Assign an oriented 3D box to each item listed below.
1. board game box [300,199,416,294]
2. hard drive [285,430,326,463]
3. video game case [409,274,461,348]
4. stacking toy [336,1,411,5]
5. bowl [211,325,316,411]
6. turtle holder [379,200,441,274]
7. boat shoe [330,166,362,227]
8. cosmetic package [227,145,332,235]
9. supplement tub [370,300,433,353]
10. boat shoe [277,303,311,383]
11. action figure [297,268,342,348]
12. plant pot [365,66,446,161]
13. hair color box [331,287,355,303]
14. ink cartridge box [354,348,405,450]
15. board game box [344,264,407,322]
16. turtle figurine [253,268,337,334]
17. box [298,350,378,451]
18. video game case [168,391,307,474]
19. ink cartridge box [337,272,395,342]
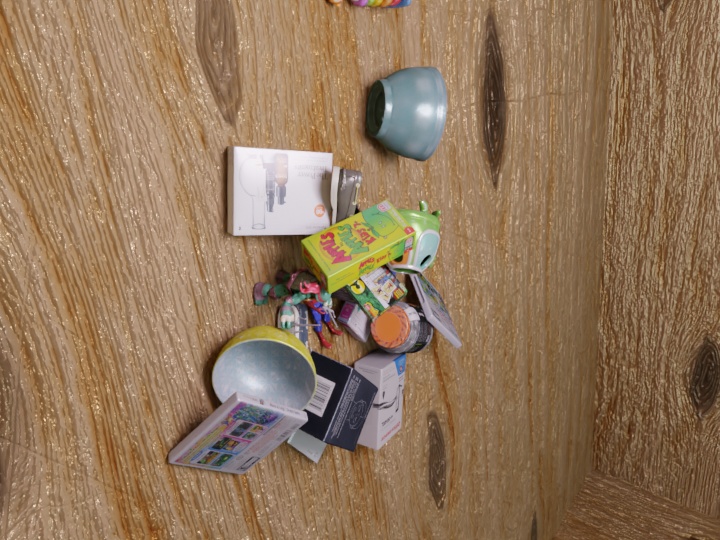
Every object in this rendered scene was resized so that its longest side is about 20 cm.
[{"bbox_3d":[-0.003,-0.048,0.993,0.196,0.102,0.048,-27,146,-22],"label":"board game box"},{"bbox_3d":[-0.091,0.326,1.240,0.133,0.026,0.204,50,60,-43],"label":"hard drive"},{"bbox_3d":[0.199,0.096,1.444,0.199,0.022,0.186,42,23,-46],"label":"video game case"},{"bbox_3d":[0.010,-0.593,1.107,0.197,0.108,0.120,-30,124,-29],"label":"stacking toy"},{"bbox_3d":[-0.179,0.177,1.022,0.109,0.193,0.205,-97,170,-59],"label":"bowl"},{"bbox_3d":[0.101,-0.062,1.141,0.186,0.135,0.137,71,23,-80],"label":"turtle holder"},{"bbox_3d":[-0.029,-0.115,1.047,0.205,0.058,0.074,94,-1,-52],"label":"boat shoe"},{"bbox_3d":[-0.149,-0.147,0.998,0.193,0.051,0.157,-4,104,-29],"label":"cosmetic package"},{"bbox_3d":[0.102,0.142,1.320,0.199,0.119,0.127,20,84,-67],"label":"supplement tub"},{"bbox_3d":[-0.138,0.171,1.111,0.061,0.073,0.209,-1,90,-53],"label":"boat shoe"},{"bbox_3d":[-0.077,0.081,1.151,0.065,0.097,0.204,-46,128,-32],"label":"action figure"},{"bbox_3d":[0.089,-0.356,1.194,0.129,0.199,0.209,1,100,-21],"label":"plant pot"},{"bbox_3d":[0.008,-0.025,1.213,0.203,0.108,0.065,-56,134,-25],"label":"hair color box"},{"bbox_3d":[0.047,0.318,1.340,0.145,0.082,0.209,-16,110,-60],"label":"ink cartridge box"},{"bbox_3d":[0.000,0.000,1.125,0.104,0.201,0.024,-35,165,-20],"label":"board game box"},{"bbox_3d":[-0.110,0.048,1.019,0.147,0.196,0.105,-6,104,-47],"label":"turtle figurine"},{"bbox_3d":[-0.057,0.281,1.131,0.153,0.104,0.201,-66,154,-15],"label":"box"},{"bbox_3d":[-0.222,0.306,0.984,0.199,0.024,0.180,-41,137,17],"label":"video game case"},{"bbox_3d":[0.020,0.056,1.289,0.205,0.041,0.120,-62,148,-16],"label":"ink cartridge box"}]
